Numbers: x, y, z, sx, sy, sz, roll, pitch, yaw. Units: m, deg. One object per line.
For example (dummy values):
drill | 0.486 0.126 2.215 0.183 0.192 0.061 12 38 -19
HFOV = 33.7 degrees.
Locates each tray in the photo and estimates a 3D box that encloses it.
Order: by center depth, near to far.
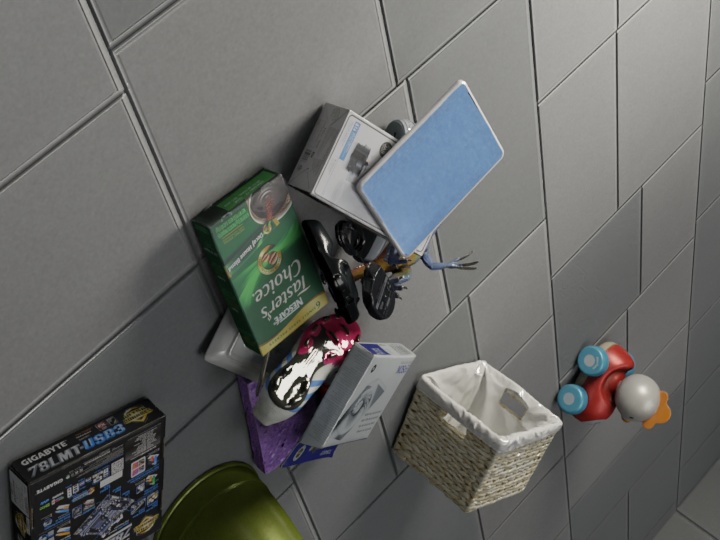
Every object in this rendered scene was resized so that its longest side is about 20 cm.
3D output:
tray | -0.114 0.100 1.573 0.199 0.022 0.109 30 85 -49

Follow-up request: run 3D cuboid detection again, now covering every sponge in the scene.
sponge | -0.113 0.190 1.682 0.111 0.030 0.202 -37 142 -29

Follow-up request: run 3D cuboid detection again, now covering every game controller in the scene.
game controller | -0.038 0.003 1.514 0.042 0.105 0.200 -34 164 -6

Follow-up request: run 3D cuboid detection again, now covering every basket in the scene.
basket | 0.194 0.279 2.007 0.198 0.197 0.163 -5 124 -51

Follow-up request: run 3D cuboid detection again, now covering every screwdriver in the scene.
screwdriver | -0.105 0.064 1.531 0.029 0.028 0.204 10 88 -22

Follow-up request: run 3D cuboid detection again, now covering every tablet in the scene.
tablet | 0.091 -0.127 1.493 0.200 0.014 0.131 -46 124 -14

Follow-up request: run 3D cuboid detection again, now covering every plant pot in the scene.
plant pot | -0.157 0.408 1.660 0.199 0.192 0.203 -32 140 -31

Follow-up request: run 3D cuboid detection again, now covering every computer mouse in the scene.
computer mouse | 0.000 0.000 1.567 0.201 0.034 0.059 62 41 -47

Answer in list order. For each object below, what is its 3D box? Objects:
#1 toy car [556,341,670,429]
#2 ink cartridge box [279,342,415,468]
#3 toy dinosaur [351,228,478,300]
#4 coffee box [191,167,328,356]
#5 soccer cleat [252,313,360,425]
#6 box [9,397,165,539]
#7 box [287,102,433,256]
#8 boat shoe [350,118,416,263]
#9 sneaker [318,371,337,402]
toy car | 0.541 0.266 2.446 0.183 0.199 0.179 13 108 -55
ink cartridge box | -0.012 0.193 1.646 0.202 0.040 0.199 -59 162 8
toy dinosaur | 0.067 -0.046 1.700 0.182 0.196 0.107 -66 152 -61
coffee box | -0.118 -0.009 1.450 0.122 0.044 0.202 -38 128 -27
soccer cleat | -0.075 0.129 1.571 0.200 0.070 0.086 -43 179 -44
box | -0.330 0.281 1.458 0.199 0.049 0.201 -26 137 -39
box | 0.019 -0.113 1.494 0.199 0.060 0.118 28 87 -37
boat shoe | 0.049 -0.100 1.594 0.066 0.074 0.203 8 112 -34
sneaker | -0.034 0.189 1.749 0.109 0.067 0.201 -59 150 0
